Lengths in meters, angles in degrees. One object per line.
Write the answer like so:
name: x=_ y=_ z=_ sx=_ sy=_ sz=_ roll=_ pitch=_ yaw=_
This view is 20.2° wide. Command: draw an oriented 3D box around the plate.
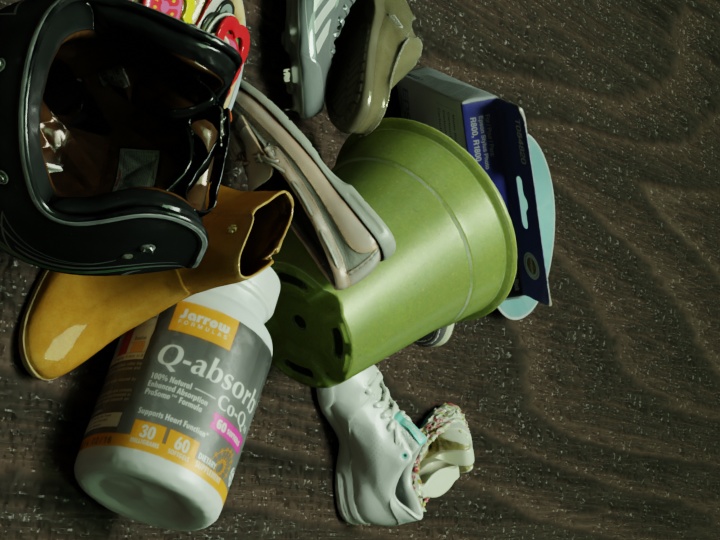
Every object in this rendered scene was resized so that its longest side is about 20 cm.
plate: x=0.160 y=-0.049 z=2.158 sx=0.200 sy=0.025 sz=0.202 roll=-9 pitch=100 yaw=-62

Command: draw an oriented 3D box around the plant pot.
plant pot: x=0.000 y=0.000 z=1.723 sx=0.190 sy=0.199 sz=0.202 roll=-37 pitch=125 yaw=-40

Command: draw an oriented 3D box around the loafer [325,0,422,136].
loafer: x=0.018 y=-0.188 z=1.778 sx=0.067 sy=0.076 sz=0.201 roll=27 pitch=43 yaw=-18

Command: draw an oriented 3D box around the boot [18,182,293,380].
boot: x=-0.144 y=0.004 z=1.454 sx=0.202 sy=0.143 sz=0.071 roll=-54 pitch=130 yaw=-37

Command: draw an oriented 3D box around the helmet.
helmet: x=-0.185 y=-0.090 z=1.339 sx=0.200 sy=0.189 sz=0.202 roll=-168 pitch=-90 yaw=-81

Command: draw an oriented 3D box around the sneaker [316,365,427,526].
sneaker: x=0.018 y=0.138 z=1.836 sx=0.075 sy=0.088 sz=0.202 roll=-40 pitch=125 yaw=-53

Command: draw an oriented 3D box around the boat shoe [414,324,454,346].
boat shoe: x=0.042 y=-0.024 z=1.898 sx=0.065 sy=0.071 sz=0.202 roll=-16 pitch=102 yaw=-55

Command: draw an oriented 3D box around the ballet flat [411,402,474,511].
ballet flat: x=0.074 y=0.190 z=1.970 sx=0.200 sy=0.063 sz=0.076 roll=-41 pitch=126 yaw=-54

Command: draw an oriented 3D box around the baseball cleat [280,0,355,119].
baseball cleat: x=-0.020 y=-0.232 z=1.727 sx=0.070 sy=0.105 sz=0.202 roll=-146 pitch=-127 yaw=-78

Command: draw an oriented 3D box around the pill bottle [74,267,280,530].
pill bottle: x=-0.132 y=0.084 z=1.523 sx=0.117 sy=0.115 sz=0.201 roll=53 pitch=47 yaw=-49

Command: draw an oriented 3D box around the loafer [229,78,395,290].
loafer: x=-0.059 y=-0.071 z=1.622 sx=0.063 sy=0.200 sz=0.072 roll=-42 pitch=171 yaw=-16

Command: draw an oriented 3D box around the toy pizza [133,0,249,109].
toy pizza: x=-0.145 y=-0.149 z=1.520 sx=0.200 sy=0.032 sz=0.202 roll=-33 pitch=133 yaw=-44

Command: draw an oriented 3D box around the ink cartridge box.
ink cartridge box: x=0.103 y=-0.077 z=1.894 sx=0.040 sy=0.200 sz=0.201 roll=-18 pitch=111 yaw=-20
